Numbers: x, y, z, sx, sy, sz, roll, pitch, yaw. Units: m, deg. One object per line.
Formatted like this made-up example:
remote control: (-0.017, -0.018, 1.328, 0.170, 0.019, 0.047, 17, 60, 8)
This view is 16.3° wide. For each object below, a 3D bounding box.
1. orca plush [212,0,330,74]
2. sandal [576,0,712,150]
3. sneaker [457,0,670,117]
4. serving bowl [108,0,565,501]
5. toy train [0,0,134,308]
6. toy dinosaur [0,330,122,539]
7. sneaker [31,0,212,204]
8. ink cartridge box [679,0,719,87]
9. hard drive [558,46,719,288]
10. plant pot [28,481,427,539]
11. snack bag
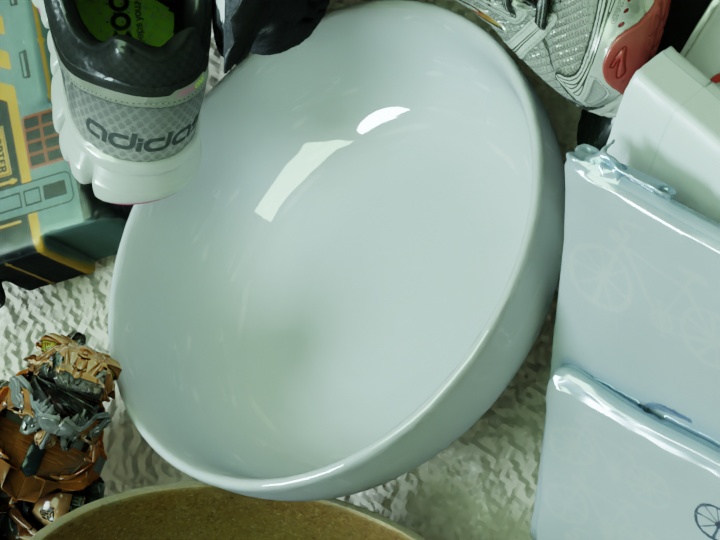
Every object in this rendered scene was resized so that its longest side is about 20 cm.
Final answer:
orca plush: (-0.019, -0.129, 0.955, 0.070, 0.200, 0.106, 2, 99, -5)
sandal: (0.136, -0.128, 0.922, 0.048, 0.075, 0.202, 21, 96, -9)
sneaker: (0.047, -0.116, 0.910, 0.200, 0.082, 0.078, 51, 132, 52)
serving bowl: (0.000, 0.000, 0.959, 0.199, 0.066, 0.201, -20, 54, 30)
toy train: (-0.157, -0.081, 1.062, 0.113, 0.085, 0.202, -15, 75, 12)
toy dinosaur: (-0.139, 0.100, 1.002, 0.101, 0.201, 0.136, 12, 58, 6)
sneaker: (-0.098, -0.129, 0.988, 0.088, 0.073, 0.201, 115, 145, -54)
ink cartridge box: (0.222, -0.055, 0.852, 0.200, 0.084, 0.145, 38, 104, 26)
hard drive: (0.158, 0.030, 0.854, 0.027, 0.132, 0.200, -36, 69, -28)
plant pot: (-0.050, 0.211, 0.923, 0.186, 0.186, 0.201, 26, 124, 27)
snack bag: (0.137, 0.073, 0.855, 0.188, 0.021, 0.201, 31, 138, 28)
